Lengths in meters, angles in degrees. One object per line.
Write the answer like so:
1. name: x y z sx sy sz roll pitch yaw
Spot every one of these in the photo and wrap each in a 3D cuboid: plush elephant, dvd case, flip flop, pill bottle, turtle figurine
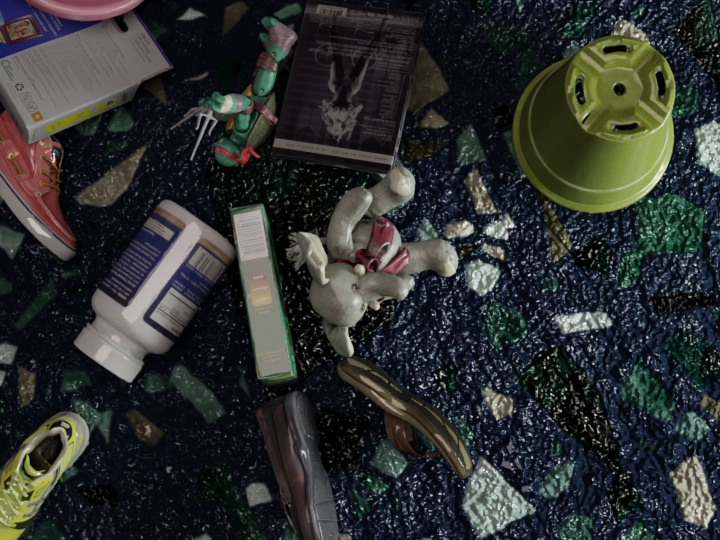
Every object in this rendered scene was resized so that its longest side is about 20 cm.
1. plush elephant: 0.000 0.000 1.464 0.199 0.165 0.155 -13 39 14
2. dvd case: -0.013 -0.219 1.514 0.148 0.016 0.201 10 78 13
3. flip flop: 0.048 0.176 1.486 0.200 0.081 0.058 36 100 8
4. pill bottle: -0.244 0.027 1.493 0.111 0.111 0.200 35 83 6
5. turtle figurine: -0.144 -0.198 1.523 0.100 0.150 0.201 33 78 -20

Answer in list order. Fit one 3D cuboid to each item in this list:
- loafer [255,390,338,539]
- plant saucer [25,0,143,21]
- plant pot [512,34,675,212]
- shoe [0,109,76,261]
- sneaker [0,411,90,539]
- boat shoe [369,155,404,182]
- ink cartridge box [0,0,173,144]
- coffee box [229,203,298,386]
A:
1. loafer: -0.074 0.244 1.485 0.063 0.072 0.201 -17 74 18
2. plant saucer: -0.345 -0.383 1.566 0.199 0.051 0.201 6 63 -12
3. plant pot: 0.283 -0.184 1.478 0.199 0.190 0.201 0 81 2
4. shoe: -0.388 -0.111 1.538 0.091 0.071 0.200 -41 79 -2
5. sneaker: -0.396 0.247 1.478 0.075 0.076 0.200 33 84 4
6. boat shoe: 0.013 -0.183 1.541 0.091 0.071 0.200 -44 81 -2
7. ink cartridge box: -0.365 -0.275 1.558 0.199 0.047 0.198 -27 73 -28
8. coffee box: -0.112 0.032 1.485 0.044 0.123 0.201 -11 82 -2
